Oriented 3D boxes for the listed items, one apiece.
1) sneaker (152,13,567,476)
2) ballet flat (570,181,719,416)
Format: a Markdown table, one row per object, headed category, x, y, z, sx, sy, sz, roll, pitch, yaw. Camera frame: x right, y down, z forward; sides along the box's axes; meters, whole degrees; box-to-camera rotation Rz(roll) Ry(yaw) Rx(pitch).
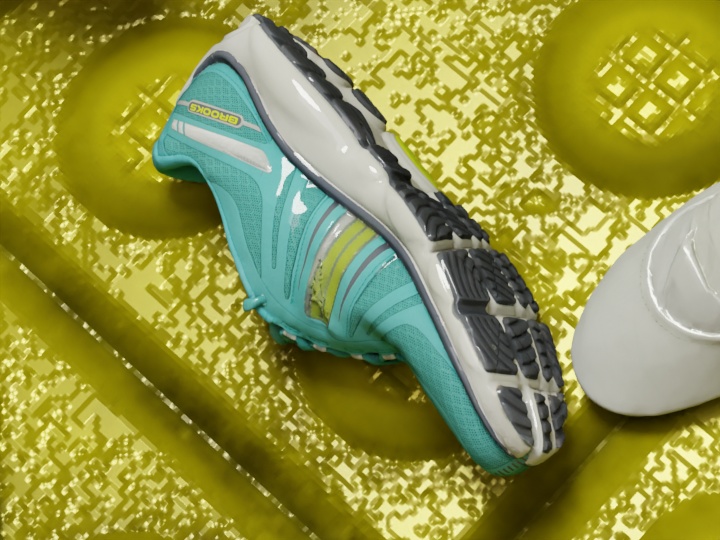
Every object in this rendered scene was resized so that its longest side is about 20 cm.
| category | x | y | z | sx | sy | sz | roll | pitch | yaw |
| --- | --- | --- | --- | --- | --- | --- | --- | --- | --- |
| sneaker | 0.000 | 0.000 | 0.912 | 0.080 | 0.077 | 0.200 | -46 | 63 | 13 |
| ballet flat | 0.158 | -0.019 | 0.881 | 0.199 | 0.069 | 0.070 | -27 | 68 | 1 |
